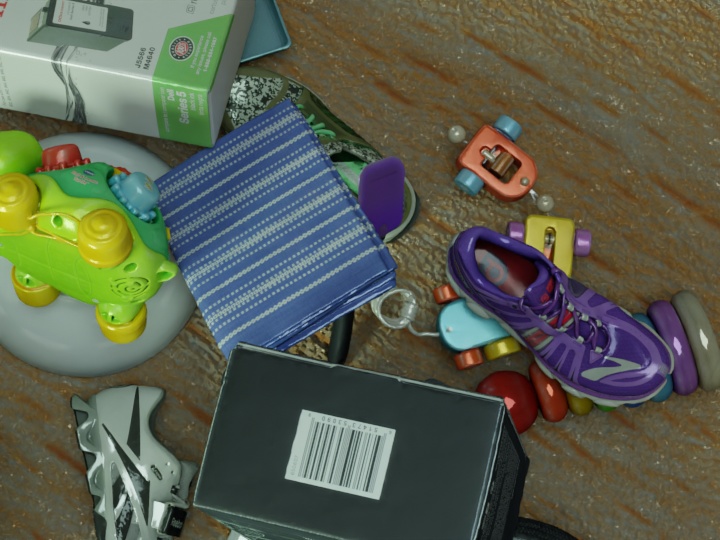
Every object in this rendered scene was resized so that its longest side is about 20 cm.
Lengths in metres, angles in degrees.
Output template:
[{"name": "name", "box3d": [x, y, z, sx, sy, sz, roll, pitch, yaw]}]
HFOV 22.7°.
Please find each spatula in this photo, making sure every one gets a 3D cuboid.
[{"name": "spatula", "box3d": [0.000, 0.000, 1.412, 0.021, 0.201, 0.056, 35, 38, 26]}]

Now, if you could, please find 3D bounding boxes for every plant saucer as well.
[{"name": "plant saucer", "box3d": [-0.160, -0.180, 1.469, 0.199, 0.019, 0.070, -18, 70, -6]}]

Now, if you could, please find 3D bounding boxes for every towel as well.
[{"name": "towel", "box3d": [-0.070, -0.028, 1.358, 0.144, 0.024, 0.200, -31, 54, 1]}]

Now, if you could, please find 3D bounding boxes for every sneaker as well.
[{"name": "sneaker", "box3d": [0.150, 0.035, 1.380, 0.200, 0.083, 0.081, 32, 82, 6]}, {"name": "sneaker", "box3d": [-0.166, 0.187, 1.410, 0.088, 0.074, 0.201, -12, 86, -3]}, {"name": "sneaker", "box3d": [-0.034, -0.102, 1.440, 0.200, 0.089, 0.077, 35, 83, 1]}]

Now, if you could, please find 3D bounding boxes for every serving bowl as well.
[{"name": "serving bowl", "box3d": [-0.223, -0.016, 1.432, 0.199, 0.066, 0.201, 0, 85, -4]}]

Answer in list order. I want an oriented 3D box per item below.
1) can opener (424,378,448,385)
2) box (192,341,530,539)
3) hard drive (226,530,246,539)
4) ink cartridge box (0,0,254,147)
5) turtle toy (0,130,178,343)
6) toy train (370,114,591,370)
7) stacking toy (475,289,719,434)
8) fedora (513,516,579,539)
[{"name": "can opener", "box3d": [0.025, 0.181, 1.417, 0.067, 0.053, 0.200, 29, 83, 32]}, {"name": "box", "box3d": [0.008, 0.149, 1.291, 0.199, 0.197, 0.124, 11, 77, 14]}, {"name": "hard drive", "box3d": [-0.041, 0.230, 1.438, 0.132, 0.027, 0.201, 26, 84, -1]}, {"name": "ink cartridge box", "box3d": [-0.196, -0.193, 1.410, 0.199, 0.084, 0.146, 11, 61, 4]}, {"name": "turtle toy", "box3d": [-0.222, -0.040, 1.342, 0.199, 0.146, 0.101, 23, 60, 13]}, {"name": "toy train", "box3d": [0.099, -0.017, 1.460, 0.150, 0.056, 0.200, 32, 80, 1]}, {"name": "stacking toy", "box3d": [0.188, 0.085, 1.448, 0.199, 0.085, 0.086, -19, 86, 2]}, {"name": "fedora", "box3d": [0.103, 0.283, 1.409, 0.200, 0.092, 0.202, 0, 85, 0]}]
